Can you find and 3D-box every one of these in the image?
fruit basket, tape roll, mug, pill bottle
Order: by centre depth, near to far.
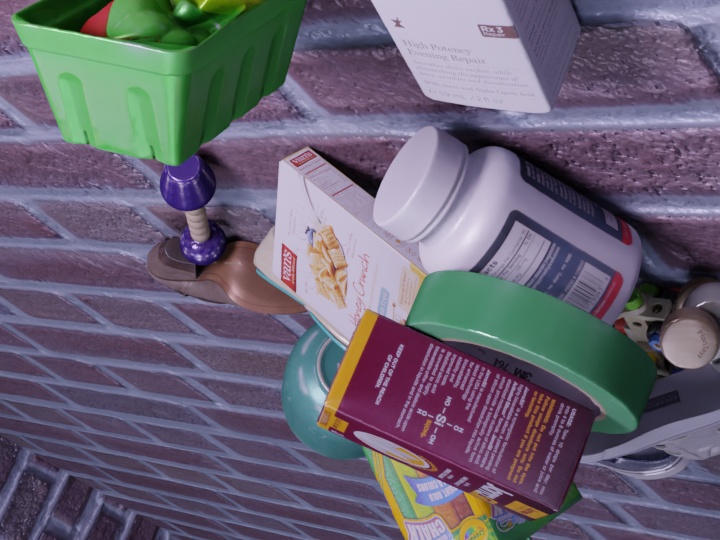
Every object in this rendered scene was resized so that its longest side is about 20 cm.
[{"bbox_3d":[-0.114,-0.194,0.962,0.154,0.217,0.216,13,158,20],"label":"fruit basket"},{"bbox_3d":[0.132,0.066,1.159,0.199,0.048,0.201,24,166,6],"label":"tape roll"},{"bbox_3d":[0.116,-0.030,1.182,0.199,0.120,0.119,30,159,-19],"label":"pill bottle"},{"bbox_3d":[0.000,0.116,1.660,0.152,0.185,0.115,44,160,11],"label":"mug"}]

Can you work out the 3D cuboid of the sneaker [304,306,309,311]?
[{"bbox_3d":[0.025,0.032,1.515,0.199,0.076,0.089,18,148,15],"label":"sneaker"}]

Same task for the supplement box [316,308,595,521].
[{"bbox_3d":[0.073,0.118,1.169,0.199,0.086,0.110,24,165,1],"label":"supplement box"}]

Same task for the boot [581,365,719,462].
[{"bbox_3d":[0.263,0.145,1.315,0.199,0.074,0.096,-16,140,21],"label":"boot"}]

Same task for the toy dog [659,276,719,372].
[{"bbox_3d":[0.345,0.059,1.214,0.199,0.132,0.097,23,122,-15],"label":"toy dog"}]

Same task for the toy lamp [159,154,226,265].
[{"bbox_3d":[-0.169,-0.064,1.482,0.058,0.059,0.200,19,159,7],"label":"toy lamp"}]

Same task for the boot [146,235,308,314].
[{"bbox_3d":[-0.146,0.012,1.651,0.199,0.071,0.146,23,166,1],"label":"boot"}]

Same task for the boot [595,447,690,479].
[{"bbox_3d":[0.261,0.176,1.613,0.199,0.073,0.090,5,160,41],"label":"boot"}]

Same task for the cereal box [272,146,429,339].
[{"bbox_3d":[0.000,0.000,1.311,0.200,0.039,0.145,38,142,28],"label":"cereal box"}]

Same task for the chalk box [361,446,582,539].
[{"bbox_3d":[0.106,0.197,1.352,0.124,0.123,0.201,-29,86,48],"label":"chalk box"}]

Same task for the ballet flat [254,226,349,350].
[{"bbox_3d":[-0.030,0.020,1.449,0.200,0.070,0.070,38,170,31],"label":"ballet flat"}]

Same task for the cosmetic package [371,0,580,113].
[{"bbox_3d":[0.062,-0.185,0.915,0.101,0.075,0.200,10,158,29],"label":"cosmetic package"}]

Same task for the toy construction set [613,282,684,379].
[{"bbox_3d":[0.244,0.063,1.342,0.130,0.093,0.200,8,166,35],"label":"toy construction set"}]
